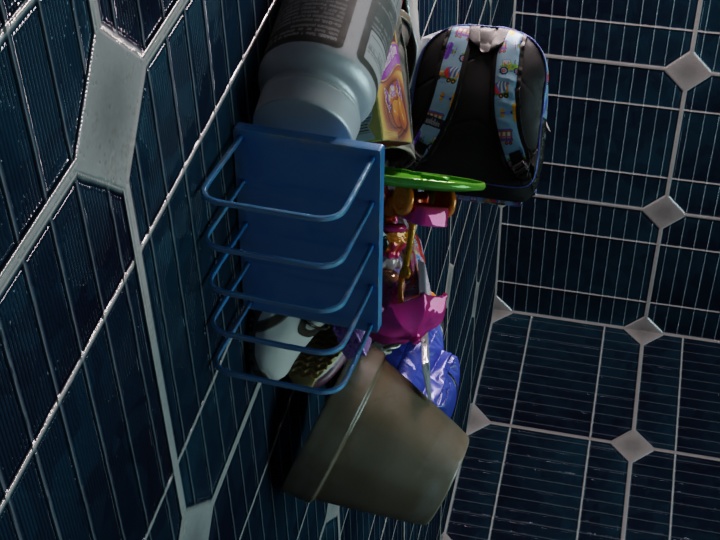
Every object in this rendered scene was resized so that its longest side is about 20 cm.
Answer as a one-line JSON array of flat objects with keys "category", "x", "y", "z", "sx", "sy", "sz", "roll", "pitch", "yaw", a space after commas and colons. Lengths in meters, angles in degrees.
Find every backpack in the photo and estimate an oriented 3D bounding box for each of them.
[{"category": "backpack", "x": 0.054, "y": 0.159, "z": 1.815, "sx": 0.200, "sy": 0.167, "sz": 0.163, "roll": -69, "pitch": 175, "yaw": -55}, {"category": "backpack", "x": 0.146, "y": -0.195, "z": 1.603, "sx": 0.135, "sy": 0.181, "sz": 0.202, "roll": 42, "pitch": 55, "yaw": -75}]

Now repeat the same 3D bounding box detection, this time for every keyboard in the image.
[{"category": "keyboard", "x": 0.077, "y": 0.068, "z": 1.561, "sx": 0.201, "sy": 0.011, "sz": 0.057, "roll": -88, "pitch": 175, "yaw": -52}]

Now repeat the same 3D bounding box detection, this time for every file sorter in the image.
[{"category": "file sorter", "x": -0.062, "y": -0.007, "z": 1.155, "sx": 0.123, "sy": 0.138, "sz": 0.201, "roll": -62, "pitch": 158, "yaw": -51}]

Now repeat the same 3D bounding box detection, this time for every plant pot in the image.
[{"category": "plant pot", "x": 0.027, "y": 0.206, "z": 1.524, "sx": 0.201, "sy": 0.173, "sz": 0.200, "roll": -63, "pitch": 179, "yaw": -2}]

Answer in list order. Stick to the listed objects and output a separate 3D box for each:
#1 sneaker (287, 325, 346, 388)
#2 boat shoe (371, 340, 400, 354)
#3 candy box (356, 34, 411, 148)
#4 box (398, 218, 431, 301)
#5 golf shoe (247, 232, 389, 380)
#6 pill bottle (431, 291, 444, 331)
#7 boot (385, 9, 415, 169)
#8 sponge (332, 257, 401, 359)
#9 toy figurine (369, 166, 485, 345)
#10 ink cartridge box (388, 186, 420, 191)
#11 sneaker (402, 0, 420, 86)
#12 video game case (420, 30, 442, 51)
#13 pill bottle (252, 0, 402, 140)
[{"category": "sneaker", "x": -0.036, "y": 0.082, "z": 1.521, "sx": 0.201, "sy": 0.074, "sz": 0.091, "roll": -69, "pitch": 160, "yaw": -46}, {"category": "boat shoe", "x": 0.017, "y": 0.082, "z": 1.622, "sx": 0.200, "sy": 0.069, "sz": 0.071, "roll": 140, "pitch": -32, "yaw": -62}, {"category": "candy box", "x": 0.003, "y": -0.232, "z": 1.387, "sx": 0.117, "sy": 0.056, "sz": 0.202, "roll": -14, "pitch": 95, "yaw": -73}, {"category": "box", "x": 0.033, "y": -0.001, "z": 1.704, "sx": 0.200, "sy": 0.095, "sz": 0.100, "roll": 42, "pitch": 37, "yaw": -78}, {"category": "golf shoe", "x": -0.042, "y": 0.030, "z": 1.295, "sx": 0.078, "sy": 0.094, "sz": 0.201, "roll": 18, "pitch": 98, "yaw": -60}, {"category": "pill bottle", "x": 0.073, "y": 0.118, "z": 2.044, "sx": 0.107, "sy": 0.105, "sz": 0.201, "roll": 87, "pitch": 15, "yaw": -45}, {"category": "boot", "x": 0.037, "y": -0.217, "z": 1.547, "sx": 0.182, "sy": 0.072, "sz": 0.201, "roll": 26, "pitch": 51, "yaw": -75}, {"category": "sponge", "x": 0.000, "y": 0.000, "z": 1.485, "sx": 0.200, "sy": 0.030, "sz": 0.112, "roll": -67, "pitch": 142, "yaw": -55}, {"category": "toy figurine", "x": 0.035, "y": -0.015, "z": 1.393, "sx": 0.200, "sy": 0.149, "sz": 0.186, "roll": 19, "pitch": -75, "yaw": 58}, {"category": "ink cartridge box", "x": 0.047, "y": -0.144, "z": 1.759, "sx": 0.200, "sy": 0.085, "sz": 0.148, "roll": 5, "pitch": 91, "yaw": -78}, {"category": "sneaker", "x": 0.051, "y": -0.321, "z": 1.682, "sx": 0.085, "sy": 0.072, "sz": 0.201, "roll": -50, "pitch": 146, "yaw": -66}, {"category": "video game case", "x": 0.108, "y": -0.222, "z": 1.768, "sx": 0.182, "sy": 0.024, "sz": 0.202, "roll": -51, "pitch": 140, "yaw": -73}, {"category": "pill bottle", "x": -0.032, "y": -0.204, "z": 1.221, "sx": 0.114, "sy": 0.113, "sz": 0.201, "roll": 82, "pitch": 19, "yaw": -55}]
